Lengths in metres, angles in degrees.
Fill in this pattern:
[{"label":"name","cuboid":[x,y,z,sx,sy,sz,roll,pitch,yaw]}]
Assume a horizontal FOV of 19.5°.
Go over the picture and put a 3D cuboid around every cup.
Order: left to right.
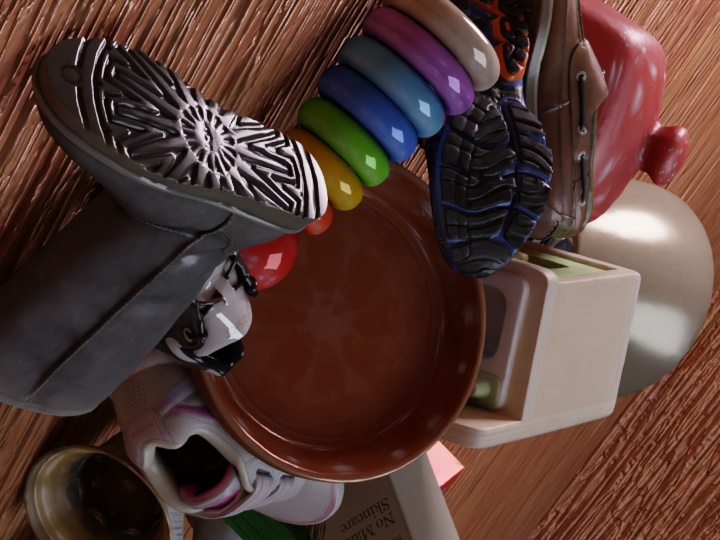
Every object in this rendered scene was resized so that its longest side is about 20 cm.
[{"label":"cup","cuboid":[0.190,-0.001,1.851,0.143,0.200,0.201,23,109,-48]}]

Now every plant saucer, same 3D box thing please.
[{"label":"plant saucer","cuboid":[-0.016,0.027,1.269,0.200,0.201,0.032,-43,-165,-24]}]

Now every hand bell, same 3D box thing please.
[{"label":"hand bell","cuboid":[-0.126,0.112,1.381,0.104,0.104,0.200,-59,174,34]}]

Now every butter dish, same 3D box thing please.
[{"label":"butter dish","cuboid":[0.155,-0.104,1.446,0.201,0.147,0.199,-67,163,6]}]

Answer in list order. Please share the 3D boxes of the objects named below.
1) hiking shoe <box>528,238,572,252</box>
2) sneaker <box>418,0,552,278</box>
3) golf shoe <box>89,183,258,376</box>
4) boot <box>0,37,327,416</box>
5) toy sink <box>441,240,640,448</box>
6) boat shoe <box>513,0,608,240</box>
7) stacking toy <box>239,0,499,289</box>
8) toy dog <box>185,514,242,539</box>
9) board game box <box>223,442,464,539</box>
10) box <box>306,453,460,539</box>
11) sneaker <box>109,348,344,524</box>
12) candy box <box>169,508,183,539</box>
[{"label":"hiking shoe","cuboid":[0.129,-0.049,1.659,0.076,0.101,0.200,-50,166,2]},{"label":"sneaker","cuboid":[0.070,-0.080,1.286,0.079,0.075,0.201,122,-25,-55]},{"label":"golf shoe","cuboid":[-0.089,-0.011,1.119,0.078,0.094,0.200,-43,163,-19]},{"label":"boot","cuboid":[-0.137,-0.013,1.014,0.200,0.073,0.181,-31,136,33]},{"label":"toy sink","cuboid":[0.081,0.036,1.399,0.200,0.130,0.113,-6,109,-57]},{"label":"boat shoe","cuboid":[0.119,-0.120,1.340,0.068,0.072,0.201,4,94,-26]},{"label":"stacking toy","cuboid":[-0.013,-0.071,1.203,0.200,0.085,0.085,-48,166,-7]},{"label":"toy dog","cuboid":[-0.082,0.220,1.588,0.132,0.096,0.201,137,-36,-66]},{"label":"board game box","cuboid":[-0.031,0.142,1.566,0.200,0.153,0.040,-31,163,-53]},{"label":"box","cuboid":[-0.005,0.129,1.479,0.082,0.201,0.068,-36,148,23]},{"label":"sneaker","cuboid":[-0.084,0.118,1.287,0.081,0.089,0.200,-34,133,26]},{"label":"candy box","cuboid":[-0.164,0.198,1.460,0.200,0.026,0.103,25,67,-75]}]
